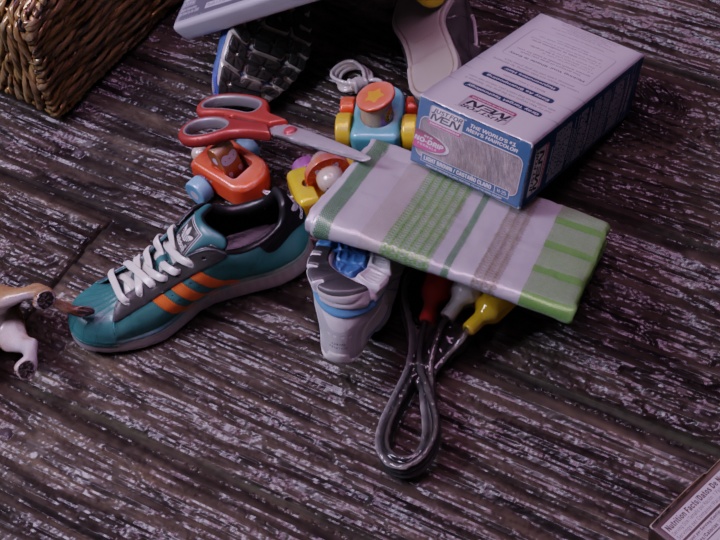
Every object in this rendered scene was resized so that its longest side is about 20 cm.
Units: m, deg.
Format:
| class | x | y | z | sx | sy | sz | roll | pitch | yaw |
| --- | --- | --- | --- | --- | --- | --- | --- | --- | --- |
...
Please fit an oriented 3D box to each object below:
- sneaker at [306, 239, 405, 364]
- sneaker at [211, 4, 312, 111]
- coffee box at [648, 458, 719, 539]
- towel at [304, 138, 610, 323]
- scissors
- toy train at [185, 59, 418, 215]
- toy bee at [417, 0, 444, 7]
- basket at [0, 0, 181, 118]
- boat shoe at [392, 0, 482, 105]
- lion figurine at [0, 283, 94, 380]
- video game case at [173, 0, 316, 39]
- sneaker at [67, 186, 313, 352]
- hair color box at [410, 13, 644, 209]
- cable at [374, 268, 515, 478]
| class | x | y | z | sx | sy | sz | roll | pitch | yaw |
| --- | --- | --- | --- | --- | --- | --- | --- | --- | --- |
| sneaker | 0.000 | 0.000 | 1.143 | 0.075 | 0.087 | 0.200 | 11 | 31 | 12 |
| sneaker | -0.088 | -0.223 | 1.329 | 0.089 | 0.078 | 0.201 | -16 | 51 | 51 |
| coffee box | 0.272 | 0.217 | 0.912 | 0.080 | 0.115 | 0.200 | -38 | 56 | -21 |
| towel | 0.074 | -0.027 | 1.107 | 0.199 | 0.031 | 0.149 | 21 | 33 | 10 |
| scissors | -0.059 | -0.114 | 1.196 | 0.200 | 0.014 | 0.073 | 7 | 38 | 34 |
| toy train | -0.042 | -0.112 | 1.242 | 0.200 | 0.056 | 0.150 | -40 | 58 | -22 |
| toy bee | 0.034 | -0.296 | 1.288 | 0.108 | 0.131 | 0.200 | -26 | 29 | -4 |
| basket | -0.274 | -0.260 | 1.329 | 0.149 | 0.143 | 0.200 | 26 | 59 | 24 |
| boat shoe | 0.069 | -0.190 | 1.293 | 0.067 | 0.057 | 0.200 | -25 | 38 | 20 |
| lion figurine | -0.307 | 0.057 | 1.134 | 0.200 | 0.073 | 0.122 | -24 | 25 | -23 |
| video game case | -0.063 | -0.287 | 1.257 | 0.200 | 0.023 | 0.182 | -5 | 58 | 50 |
| sneaker | -0.135 | -0.008 | 1.154 | 0.200 | 0.080 | 0.071 | -24 | 53 | -8 |
| hair color box | 0.133 | -0.129 | 1.189 | 0.100 | 0.061 | 0.200 | 26 | 38 | 23 |
| cable | 0.048 | 0.053 | 1.104 | 0.097 | 0.050 | 0.200 | 20 | 55 | 22 |
